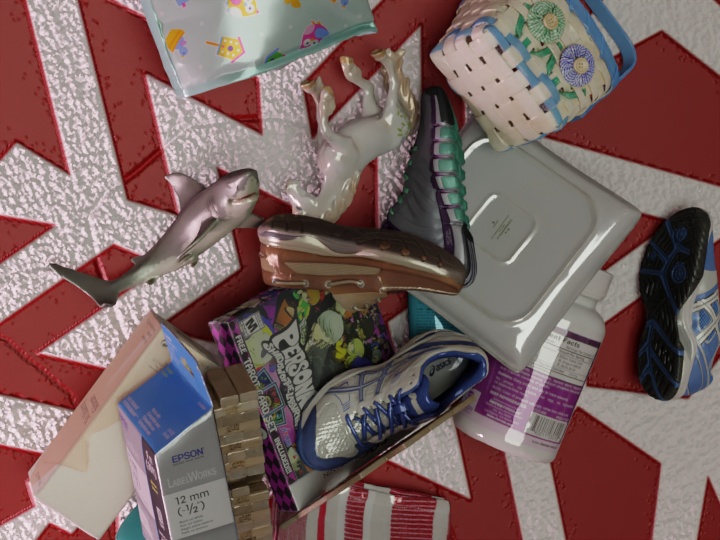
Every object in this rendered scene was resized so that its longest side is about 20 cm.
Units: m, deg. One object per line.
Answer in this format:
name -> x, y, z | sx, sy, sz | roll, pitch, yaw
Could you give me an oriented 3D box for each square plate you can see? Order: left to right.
square plate -> 0.135, -0.036, 1.672 | 0.198, 0.028, 0.200 | 37, 83, 15

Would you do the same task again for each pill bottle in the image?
pill bottle -> 0.177, 0.081, 1.715 | 0.112, 0.112, 0.200 | 21, 93, -16

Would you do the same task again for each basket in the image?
basket -> 0.177, -0.220, 1.663 | 0.176, 0.139, 0.200 | 51, 49, -15

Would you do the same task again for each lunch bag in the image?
lunch bag -> -0.108, -0.264, 1.583 | 0.200, 0.122, 0.171 | -22, 104, -16

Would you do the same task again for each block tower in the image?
block tower -> -0.118, 0.187, 1.599 | 0.054, 0.058, 0.200 | -12, 119, -14

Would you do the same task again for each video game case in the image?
video game case -> -0.040, 0.102, 1.661 | 0.181, 0.036, 0.200 | -30, 107, -39

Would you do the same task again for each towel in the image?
towel -> 0.003, 0.277, 1.699 | 0.200, 0.023, 0.144 | 14, 60, -24

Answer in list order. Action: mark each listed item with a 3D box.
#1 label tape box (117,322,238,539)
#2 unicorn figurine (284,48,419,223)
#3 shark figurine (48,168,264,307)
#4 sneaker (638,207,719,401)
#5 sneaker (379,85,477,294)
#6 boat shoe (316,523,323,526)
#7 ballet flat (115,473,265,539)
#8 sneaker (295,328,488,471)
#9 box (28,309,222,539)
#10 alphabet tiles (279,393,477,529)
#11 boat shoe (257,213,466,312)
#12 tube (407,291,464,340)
label tape box -> -0.166, 0.163, 1.526 | 0.066, 0.143, 0.200 | -16, 109, -17
unicorn figurine -> -0.014, -0.125, 1.641 | 0.200, 0.074, 0.138 | -27, 117, -22
shark figurine -> -0.180, -0.044, 1.636 | 0.214, 0.128, 0.090 | -34, 80, 11
sneaker -> 0.336, 0.034, 1.778 | 0.077, 0.076, 0.200 | 2, 99, -38
sneaker -> 0.056, -0.078, 1.645 | 0.087, 0.074, 0.200 | -9, 75, 12
boat shoe -> -0.038, 0.346, 1.710 | 0.076, 0.072, 0.200 | -8, 93, -14
ballet flat -> -0.145, 0.217, 1.681 | 0.200, 0.072, 0.072 | -42, 106, -4
sneaker -> 0.029, 0.119, 1.611 | 0.200, 0.088, 0.075 | -36, 106, -14
box -> -0.223, 0.145, 1.633 | 0.078, 0.095, 0.200 | 37, 87, -17
alphabet tiles -> 0.026, 0.174, 1.623 | 0.167, 0.200, 0.008 | -30, 84, -37
boat shoe -> 0.000, 0.000, 1.598 | 0.200, 0.076, 0.072 | 12, 107, 15
tube -> 0.077, 0.026, 1.715 | 0.077, 0.050, 0.200 | 2, 90, -14
